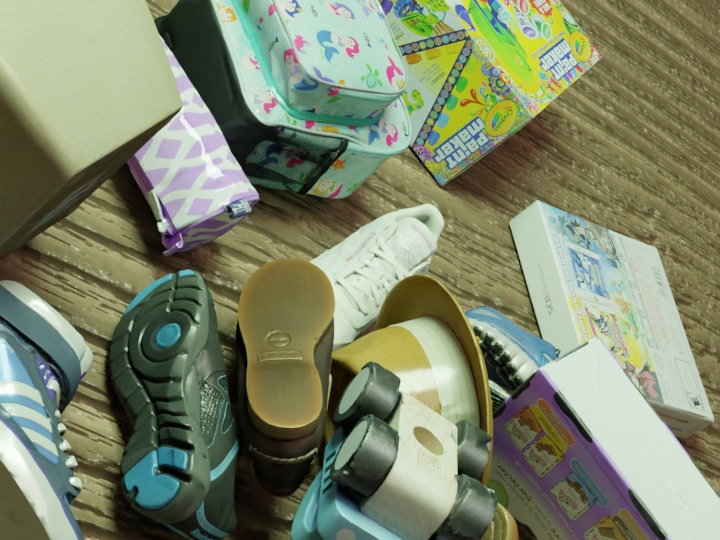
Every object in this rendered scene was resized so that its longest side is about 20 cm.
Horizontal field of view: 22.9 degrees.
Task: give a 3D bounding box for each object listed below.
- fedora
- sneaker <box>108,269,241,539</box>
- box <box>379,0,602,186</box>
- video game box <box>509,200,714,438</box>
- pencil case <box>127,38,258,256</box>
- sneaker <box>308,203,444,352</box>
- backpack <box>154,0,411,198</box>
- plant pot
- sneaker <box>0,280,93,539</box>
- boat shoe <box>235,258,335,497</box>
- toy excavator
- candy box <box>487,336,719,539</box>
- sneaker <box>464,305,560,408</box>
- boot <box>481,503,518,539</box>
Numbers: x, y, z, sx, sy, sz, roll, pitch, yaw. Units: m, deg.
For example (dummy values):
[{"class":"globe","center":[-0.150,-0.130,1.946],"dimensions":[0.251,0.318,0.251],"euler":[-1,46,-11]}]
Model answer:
[{"class":"fedora","center":[0.024,0.099,1.270],"dimensions":[0.082,0.201,0.201],"euler":[-3,59,-22]},{"class":"sneaker","center":[-0.121,0.091,1.194],"dimensions":[0.082,0.073,0.201],"euler":[50,29,-45]},{"class":"box","center":[0.096,-0.215,1.664],"dimensions":[0.193,0.122,0.200],"euler":[52,34,-3]},{"class":"video game box","center":[0.234,0.048,1.661],"dimensions":[0.182,0.047,0.201],"euler":[21,45,-41]},{"class":"pencil case","center":[-0.155,-0.105,1.306],"dimensions":[0.085,0.084,0.200],"euler":[-26,79,-31]},{"class":"sneaker","center":[0.000,0.000,1.376],"dimensions":[0.075,0.100,0.200],"euler":[51,35,-5]},{"class":"backpack","center":[-0.049,-0.153,1.420],"dimensions":[0.200,0.150,0.178],"euler":[16,45,-49]},{"class":"plant pot","center":[-0.232,-0.114,1.104],"dimensions":[0.177,0.200,0.200],"euler":[50,34,-2]},{"class":"sneaker","center":[-0.192,0.092,1.077],"dimensions":[0.200,0.081,0.146],"euler":[52,38,8]},{"class":"boat shoe","center":[-0.055,0.071,1.238],"dimensions":[0.070,0.071,0.200],"euler":[4,36,1]},{"class":"toy excavator","center":[-0.009,0.190,1.133],"dimensions":[0.100,0.200,0.195],"euler":[32,24,-12]},{"class":"candy box","center":[0.148,0.173,1.284],"dimensions":[0.071,0.200,0.168],"euler":[-25,73,-42]},{"class":"sneaker","center":[0.156,0.101,1.485],"dimensions":[0.200,0.079,0.089],"euler":[46,32,-1]},{"class":"boot","center":[0.101,0.248,1.205],"dimensions":[0.155,0.201,0.077],"euler":[8,11,-38]}]
